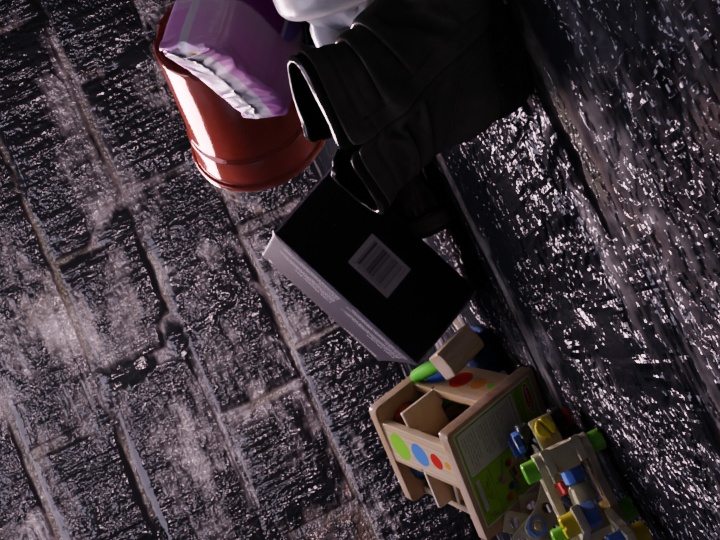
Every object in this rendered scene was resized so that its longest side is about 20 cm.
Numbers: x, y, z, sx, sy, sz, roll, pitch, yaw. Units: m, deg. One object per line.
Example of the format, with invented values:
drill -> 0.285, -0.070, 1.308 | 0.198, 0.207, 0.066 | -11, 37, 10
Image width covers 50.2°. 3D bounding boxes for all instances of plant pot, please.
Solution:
plant pot -> -0.156, -0.239, 0.980 | 0.196, 0.199, 0.202 | 69, 174, -60

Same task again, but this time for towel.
towel -> 0.167, 0.167, 0.927 | 0.112, 0.048, 0.202 | 127, 119, -85

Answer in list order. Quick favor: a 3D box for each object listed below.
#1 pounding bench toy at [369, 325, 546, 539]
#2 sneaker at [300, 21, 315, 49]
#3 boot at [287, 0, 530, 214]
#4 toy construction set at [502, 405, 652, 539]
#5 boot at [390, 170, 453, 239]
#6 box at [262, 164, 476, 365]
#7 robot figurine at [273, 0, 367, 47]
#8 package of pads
pounding bench toy -> 0.094, 0.144, 0.813 | 0.155, 0.124, 0.202 | 6, 123, 57
sneaker -> -0.015, -0.215, 0.673 | 0.200, 0.077, 0.080 | 57, -138, -61
boot -> 0.014, -0.136, 0.408 | 0.068, 0.130, 0.201 | 28, 149, 53
toy construction set -> 0.179, 0.195, 0.686 | 0.200, 0.091, 0.132 | 102, 144, -66
boot -> 0.033, -0.125, 0.864 | 0.176, 0.069, 0.200 | 67, 166, -9
box -> 0.000, 0.000, 0.855 | 0.200, 0.104, 0.182 | 42, 168, -5
robot figurine -> -0.024, -0.240, 0.486 | 0.168, 0.113, 0.202 | 3, 127, 39
package of pads -> -0.093, -0.251, 0.681 | 0.120, 0.075, 0.202 | 33, -112, -58
